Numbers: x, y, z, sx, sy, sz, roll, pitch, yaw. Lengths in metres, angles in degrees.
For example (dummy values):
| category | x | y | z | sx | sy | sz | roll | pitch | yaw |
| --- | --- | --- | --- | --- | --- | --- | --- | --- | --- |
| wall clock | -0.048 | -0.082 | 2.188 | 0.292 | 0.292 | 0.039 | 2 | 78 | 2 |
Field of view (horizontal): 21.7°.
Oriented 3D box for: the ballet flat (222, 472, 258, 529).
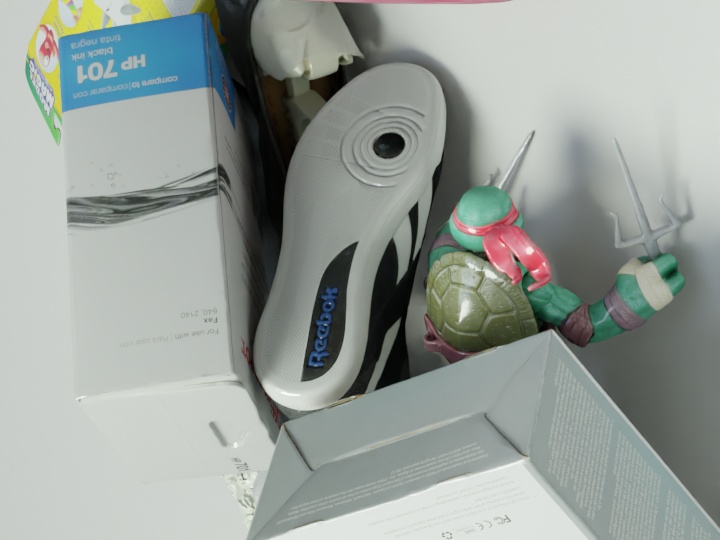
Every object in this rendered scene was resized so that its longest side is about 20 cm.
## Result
| category | x | y | z | sx | sy | sz | roll | pitch | yaw |
| --- | --- | --- | --- | --- | --- | --- | --- | --- | --- |
| ballet flat | -0.046 | 0.122 | 1.138 | 0.200 | 0.072 | 0.072 | 53 | 141 | 19 |

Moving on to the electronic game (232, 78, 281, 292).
| category | x | y | z | sx | sy | sz | roll | pitch | yaw |
| --- | --- | --- | --- | --- | --- | --- | --- | --- | --- |
| electronic game | -0.107 | -0.024 | 1.142 | 0.199 | 0.041 | 0.201 | 1 | 92 | 49 |

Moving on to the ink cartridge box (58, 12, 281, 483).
| category | x | y | z | sx | sy | sz | roll | pitch | yaw |
| --- | --- | --- | --- | --- | --- | --- | --- | --- | --- |
| ink cartridge box | -0.096 | -0.008 | 0.972 | 0.147 | 0.085 | 0.201 | 74 | -170 | -66 |

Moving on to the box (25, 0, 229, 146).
| category | x | y | z | sx | sy | sz | roll | pitch | yaw |
| --- | --- | --- | --- | --- | --- | --- | --- | --- | --- |
| box | -0.131 | -0.140 | 1.098 | 0.200 | 0.048 | 0.118 | -51 | 56 | 37 |

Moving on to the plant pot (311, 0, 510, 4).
| category | x | y | z | sx | sy | sz | roll | pitch | yaw |
| --- | --- | --- | --- | --- | --- | --- | --- | --- | --- |
| plant pot | -0.020 | -0.216 | 0.858 | 0.199 | 0.199 | 0.180 | 8 | 97 | 50 |

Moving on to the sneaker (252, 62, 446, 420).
| category | x | y | z | sx | sy | sz | roll | pitch | yaw |
| --- | --- | --- | --- | --- | --- | --- | --- | --- | --- |
| sneaker | 0.000 | 0.000 | 0.974 | 0.073 | 0.201 | 0.112 | 11 | 153 | 19 |

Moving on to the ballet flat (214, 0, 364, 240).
| category | x | y | z | sx | sy | sz | roll | pitch | yaw |
| --- | --- | --- | --- | --- | --- | --- | --- | --- | --- |
| ballet flat | -0.027 | -0.098 | 1.009 | 0.068 | 0.068 | 0.201 | 27 | 136 | 55 |

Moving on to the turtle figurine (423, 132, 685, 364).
| category | x | y | z | sx | sy | sz | roll | pitch | yaw |
| --- | --- | --- | --- | --- | --- | --- | --- | --- | --- |
| turtle figurine | 0.075 | 0.019 | 0.917 | 0.149 | 0.100 | 0.201 | 30 | 136 | 44 |

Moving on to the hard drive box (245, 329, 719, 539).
| category | x | y | z | sx | sy | sz | roll | pitch | yaw |
| --- | --- | --- | --- | --- | --- | --- | --- | --- | --- |
| hard drive box | 0.072 | 0.137 | 0.855 | 0.155 | 0.077 | 0.200 | -20 | 125 | 33 |

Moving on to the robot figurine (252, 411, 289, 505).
| category | x | y | z | sx | sy | sz | roll | pitch | yaw |
| --- | --- | --- | --- | --- | --- | --- | --- | --- | --- |
| robot figurine | 0.017 | 0.143 | 1.031 | 0.201 | 0.113 | 0.170 | 57 | 169 | 16 |
